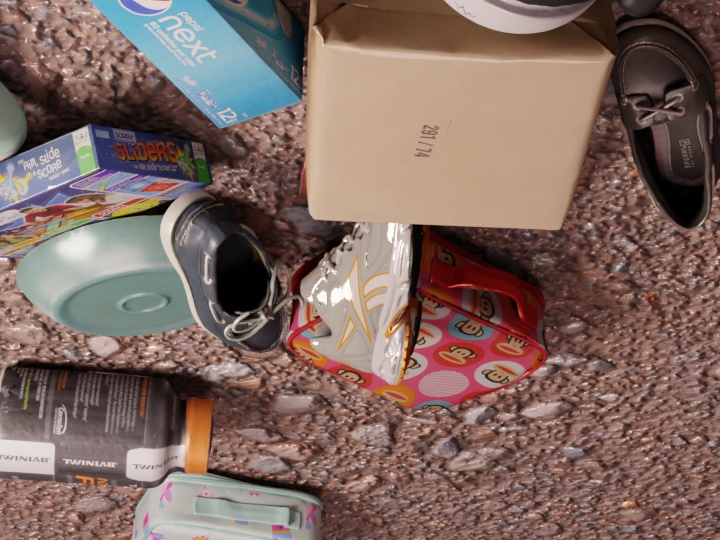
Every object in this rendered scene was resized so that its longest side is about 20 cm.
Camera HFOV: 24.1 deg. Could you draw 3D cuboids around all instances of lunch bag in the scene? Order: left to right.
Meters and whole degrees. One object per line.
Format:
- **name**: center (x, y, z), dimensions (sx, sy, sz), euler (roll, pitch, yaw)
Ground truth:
- **lunch bag**: center (-0.140, 0.279, 1.817), dimensions (0.200, 0.077, 0.160), euler (10, 147, -14)
- **lunch bag**: center (0.056, 0.038, 1.397), dimensions (0.200, 0.082, 0.176), euler (27, 140, -34)

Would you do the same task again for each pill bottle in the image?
- **pill bottle**: center (-0.238, 0.148, 1.575), dimensions (0.200, 0.106, 0.106), euler (5, 149, -5)

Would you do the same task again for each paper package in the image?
- **paper package**: center (0.059, -0.122, 1.110), dimensions (0.190, 0.104, 0.200), euler (3, 148, -2)

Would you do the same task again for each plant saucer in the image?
- **plant saucer**: center (-0.178, 0.012, 1.368), dimensions (0.200, 0.036, 0.200), euler (-8, 158, -3)

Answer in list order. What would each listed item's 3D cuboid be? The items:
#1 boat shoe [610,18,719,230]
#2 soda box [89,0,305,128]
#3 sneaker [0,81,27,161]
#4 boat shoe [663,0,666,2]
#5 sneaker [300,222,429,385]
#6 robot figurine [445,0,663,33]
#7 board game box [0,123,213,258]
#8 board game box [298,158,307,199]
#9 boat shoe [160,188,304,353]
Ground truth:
- **boat shoe**: center (0.220, -0.099, 1.183), dimensions (0.067, 0.057, 0.200), euler (-9, 148, 17)
- **soda box**: center (-0.113, -0.175, 1.066), dimensions (0.068, 0.064, 0.200), euler (-15, 146, 25)
- **sneaker**: center (-0.270, -0.142, 1.116), dimensions (0.118, 0.074, 0.200), euler (-13, 144, 33)
- **boat shoe**: center (0.199, -0.229, 0.958), dimensions (0.072, 0.066, 0.201), euler (8, 149, -9)
- **sneaker**: center (0.000, 0.000, 1.259), dimensions (0.092, 0.076, 0.200), euler (11, 126, 8)
- **robot figurine**: center (0.108, -0.220, 0.927), dimensions (0.125, 0.150, 0.200), euler (-4, 152, -24)
- **board game box**: center (-0.229, -0.055, 1.250), dimensions (0.200, 0.035, 0.135), euler (-18, 169, 28)
- **board game box**: center (0.058, -0.072, 1.263), dimensions (0.200, 0.019, 0.103), euler (5, 157, -6)
- **boat shoe**: center (-0.092, 0.012, 1.307), dimensions (0.062, 0.075, 0.200), euler (36, 159, 32)
